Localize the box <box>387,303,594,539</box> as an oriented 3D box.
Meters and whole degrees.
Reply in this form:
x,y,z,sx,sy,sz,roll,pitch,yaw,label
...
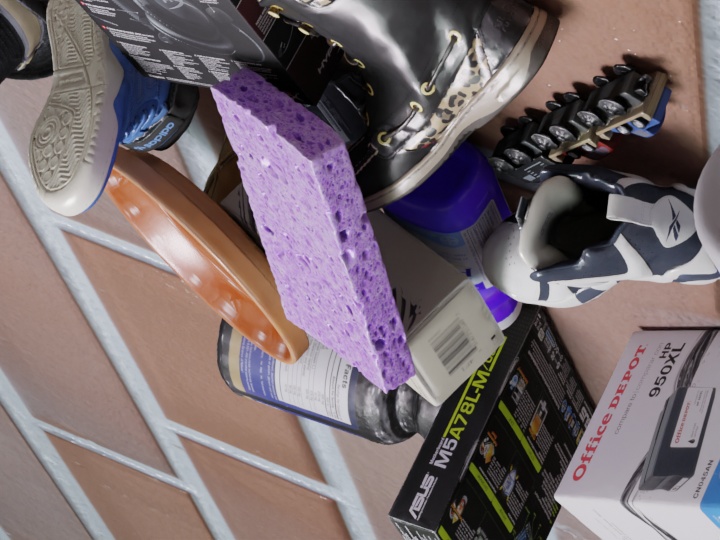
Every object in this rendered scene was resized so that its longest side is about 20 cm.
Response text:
x,y,z,sx,sy,sz,roll,pitch,yaw,label
0.104,0.146,2.006,0.047,0.194,0.200,18,159,28,box

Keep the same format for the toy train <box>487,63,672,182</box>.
x,y,z,sx,sy,sz,roll,pitch,yaw,label
0.135,-0.085,1.625,0.046,0.034,0.200,29,161,-14,toy train

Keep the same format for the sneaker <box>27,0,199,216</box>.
x,y,z,sx,sy,sz,roll,pitch,yaw,label
-0.153,-0.100,1.758,0.077,0.200,0.111,-32,131,28,sneaker

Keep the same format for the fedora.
x,y,z,sx,sy,sz,roll,pitch,yaw,label
-0.308,-0.163,1.924,0.200,0.092,0.201,25,160,10,fedora

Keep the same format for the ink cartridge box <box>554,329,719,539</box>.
x,y,z,sx,sy,sz,roll,pitch,yaw,label
0.246,0.120,1.823,0.084,0.145,0.200,40,157,-28,ink cartridge box

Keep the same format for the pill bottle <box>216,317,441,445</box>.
x,y,z,sx,sy,sz,roll,pitch,yaw,label
-0.002,0.070,2.077,0.200,0.112,0.112,17,158,27,pill bottle

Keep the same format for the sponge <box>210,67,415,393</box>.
x,y,z,sx,sy,sz,roll,pitch,yaw,label
-0.027,-0.022,1.646,0.112,0.030,0.200,37,154,43,sponge

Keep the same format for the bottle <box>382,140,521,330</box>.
x,y,z,sx,sy,sz,roll,pitch,yaw,label
0.067,-0.022,1.824,0.083,0.065,0.200,26,162,26,bottle

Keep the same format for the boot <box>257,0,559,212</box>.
x,y,z,sx,sy,sz,roll,pitch,yaw,label
0.004,-0.127,1.580,0.150,0.073,0.200,36,138,-15,boot

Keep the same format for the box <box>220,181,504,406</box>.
x,y,z,sx,sy,sz,roll,pitch,yaw,label
0.000,0.000,1.784,0.200,0.068,0.082,37,167,40,box

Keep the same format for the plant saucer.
x,y,z,sx,sy,sz,roll,pitch,yaw,label
-0.107,-0.015,1.869,0.200,0.032,0.200,44,170,10,plant saucer

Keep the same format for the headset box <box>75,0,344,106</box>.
x,y,z,sx,sy,sz,roll,pitch,yaw,label
-0.112,-0.192,1.619,0.149,0.077,0.200,11,154,37,headset box

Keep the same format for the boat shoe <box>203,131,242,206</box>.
x,y,z,sx,sy,sz,roll,pitch,yaw,label
-0.080,-0.054,1.920,0.072,0.076,0.200,30,160,-1,boat shoe

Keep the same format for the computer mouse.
x,y,z,sx,sy,sz,roll,pitch,yaw,label
0.016,-0.116,1.721,0.200,0.034,0.059,-7,124,51,computer mouse

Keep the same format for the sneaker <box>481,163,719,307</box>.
x,y,z,sx,sy,sz,roll,pitch,yaw,label
0.121,-0.025,1.665,0.129,0.080,0.199,16,172,-41,sneaker

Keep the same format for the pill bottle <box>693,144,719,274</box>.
x,y,z,sx,sy,sz,roll,pitch,yaw,label
0.276,0.004,1.534,0.119,0.120,0.200,14,156,35,pill bottle
